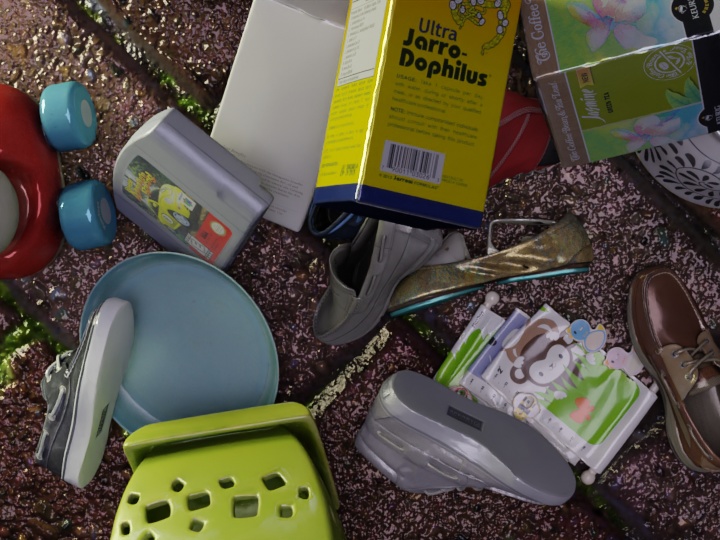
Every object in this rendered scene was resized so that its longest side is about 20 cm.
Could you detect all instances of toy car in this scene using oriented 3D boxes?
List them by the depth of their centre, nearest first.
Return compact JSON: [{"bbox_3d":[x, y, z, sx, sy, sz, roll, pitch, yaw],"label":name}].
[{"bbox_3d":[-0.336,-0.073,1.325,0.183,0.200,0.178,-9,95,11],"label":"toy car"}]

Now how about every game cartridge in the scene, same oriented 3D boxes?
[{"bbox_3d":[-0.153,-0.064,1.339,0.133,0.200,0.041,42,65,0],"label":"game cartridge"}]

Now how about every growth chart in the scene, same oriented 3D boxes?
[{"bbox_3d":[0.173,0.105,1.431,0.199,0.018,0.145,28,95,-2],"label":"growth chart"}]

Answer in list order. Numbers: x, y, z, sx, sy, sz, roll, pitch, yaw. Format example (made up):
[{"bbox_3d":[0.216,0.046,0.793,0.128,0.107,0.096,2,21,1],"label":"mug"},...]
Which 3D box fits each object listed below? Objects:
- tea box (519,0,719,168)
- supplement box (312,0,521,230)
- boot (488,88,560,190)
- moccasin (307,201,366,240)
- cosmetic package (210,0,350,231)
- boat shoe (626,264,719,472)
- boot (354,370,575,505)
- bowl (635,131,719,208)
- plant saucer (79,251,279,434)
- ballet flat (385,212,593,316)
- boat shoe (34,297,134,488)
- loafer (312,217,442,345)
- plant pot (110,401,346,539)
[{"bbox_3d":[0.234,-0.221,1.283,0.195,0.134,0.201,-15,56,12],"label":"tea box"},{"bbox_3d":[0.045,-0.140,1.217,0.109,0.109,0.202,11,88,-20],"label":"supplement box"},{"bbox_3d":[0.108,-0.081,1.390,0.200,0.143,0.073,-53,50,35],"label":"boot"},{"bbox_3d":[0.017,-0.103,1.324,0.080,0.068,0.201,35,117,22],"label":"moccasin"},{"bbox_3d":[-0.063,-0.149,1.343,0.107,0.085,0.201,23,119,-1],"label":"cosmetic package"},{"bbox_3d":[0.303,0.089,1.389,0.075,0.072,0.201,-25,98,-14],"label":"boat shoe"},{"bbox_3d":[0.093,0.174,1.413,0.199,0.074,0.096,31,128,1],"label":"boot"},{"bbox_3d":[0.339,-0.152,1.362,0.199,0.094,0.203,0,96,1],"label":"bowl"},{"bbox_3d":[-0.163,0.075,1.405,0.199,0.027,0.202,6,110,17],"label":"plant saucer"},{"bbox_3d":[0.112,-0.010,1.399,0.198,0.071,0.071,-13,95,-1],"label":"ballet flat"},{"bbox_3d":[-0.258,0.105,1.400,0.067,0.072,0.201,23,122,9],"label":"boat shoe"},{"bbox_3d":[0.000,0.000,1.355,0.069,0.070,0.200,9,141,-26],"label":"loafer"},{"bbox_3d":[-0.107,0.234,1.348,0.198,0.200,0.182,-9,52,3],"label":"plant pot"}]
